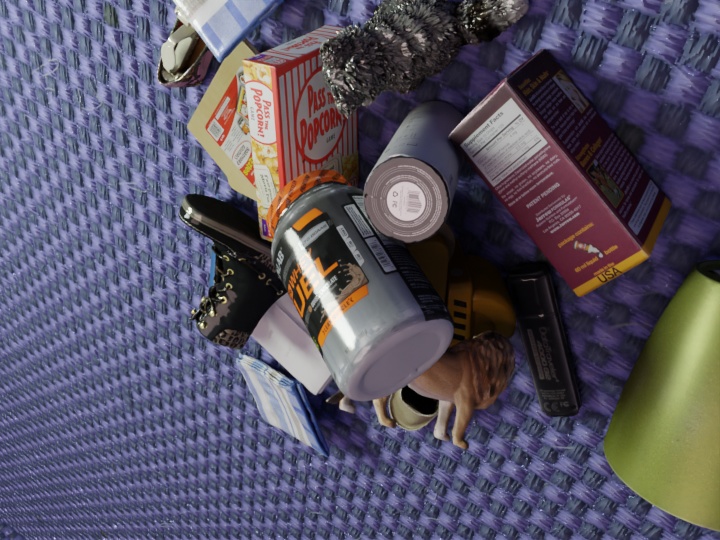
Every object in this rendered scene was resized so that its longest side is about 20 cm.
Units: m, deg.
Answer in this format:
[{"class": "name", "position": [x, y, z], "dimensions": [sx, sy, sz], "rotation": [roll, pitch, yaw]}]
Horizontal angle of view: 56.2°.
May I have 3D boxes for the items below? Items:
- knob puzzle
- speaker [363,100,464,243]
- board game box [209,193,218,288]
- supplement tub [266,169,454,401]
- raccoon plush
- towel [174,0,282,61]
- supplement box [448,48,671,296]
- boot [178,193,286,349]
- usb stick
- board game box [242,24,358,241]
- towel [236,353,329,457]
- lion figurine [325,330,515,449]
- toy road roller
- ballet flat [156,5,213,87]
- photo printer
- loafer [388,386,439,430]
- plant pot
[{"class": "knob puzzle", "position": [-0.121, -0.170, 0.877], "dimensions": [0.215, 0.030, 0.224], "rotation": [18, 127, 26]}, {"class": "speaker", "position": [0.061, -0.105, 0.665], "dimensions": [0.079, 0.201, 0.083], "rotation": [6, 118, 11]}, {"class": "board game box", "position": [-0.195, -0.005, 0.970], "dimensions": [0.038, 0.204, 0.159], "rotation": [4, 148, -14]}, {"class": "supplement tub", "position": [-0.008, 0.008, 0.640], "dimensions": [0.202, 0.120, 0.124], "rotation": [57, 142, 30]}, {"class": "raccoon plush", "position": [0.046, -0.226, 0.644], "dimensions": [0.198, 0.134, 0.098], "rotation": [-24, 103, 43]}, {"class": "towel", "position": [-0.167, -0.358, 0.739], "dimensions": [0.146, 0.024, 0.202], "rotation": [-36, 93, 18]}, {"class": "supplement box", "position": [0.191, -0.095, 0.643], "dimensions": [0.201, 0.110, 0.085], "rotation": [50, 135, -2]}, {"class": "boot", "position": [-0.166, 0.010, 0.818], "dimensions": [0.155, 0.202, 0.074], "rotation": [-50, 48, 10]}, {"class": "usb stick", "position": [0.218, 0.085, 0.798], "dimensions": [0.054, 0.033, 0.204], "rotation": [-7, 114, 31]}, {"class": "board game box", "position": [-0.060, -0.152, 0.760], "dimensions": [0.045, 0.151, 0.204], "rotation": [18, 129, 27]}, {"class": "towel", "position": [-0.131, 0.219, 1.105], "dimensions": [0.198, 0.024, 0.150], "rotation": [12, 128, 53]}, {"class": "lion figurine", "position": [0.068, 0.104, 0.692], "dimensions": [0.196, 0.126, 0.072], "rotation": [19, 172, -20]}, {"class": "toy road roller", "position": [0.101, 0.009, 0.757], "dimensions": [0.142, 0.124, 0.204], "rotation": [-4, 123, -2]}, {"class": "ballet flat", "position": [-0.204, -0.297, 0.825], "dimensions": [0.069, 0.071, 0.200], "rotation": [45, 134, 3]}, {"class": "photo printer", "position": [-0.102, 0.076, 0.980], "dimensions": [0.199, 0.069, 0.167], "rotation": [43, 150, 5]}, {"class": "loafer", "position": [0.080, 0.168, 0.920], "dimensions": [0.075, 0.068, 0.202], "rotation": [36, 141, 10]}, {"class": "plant pot", "position": [0.342, 0.101, 0.637], "dimensions": [0.183, 0.186, 0.205], "rotation": [14, 112, 27]}]
